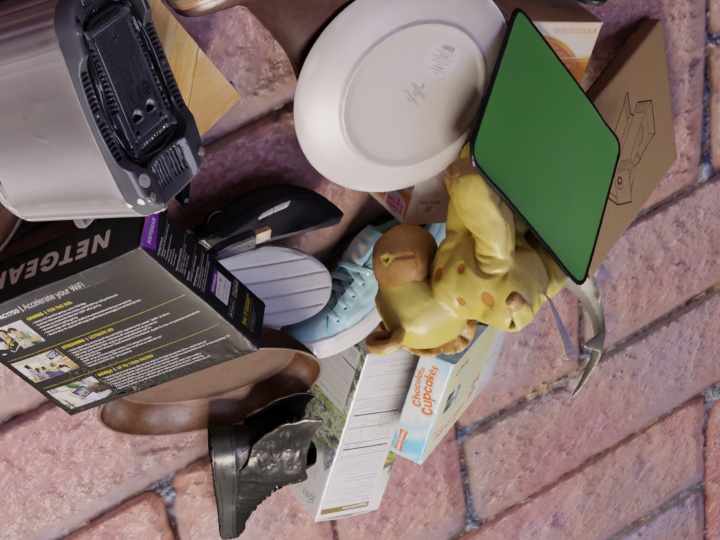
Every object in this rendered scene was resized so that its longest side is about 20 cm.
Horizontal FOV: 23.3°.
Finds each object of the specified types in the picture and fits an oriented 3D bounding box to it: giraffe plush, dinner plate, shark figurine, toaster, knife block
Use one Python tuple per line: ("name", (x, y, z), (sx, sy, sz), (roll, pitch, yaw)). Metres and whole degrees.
("giraffe plush", (0.081, 0.003, 1.492), (0.162, 0.201, 0.172), (-20, 161, 26))
("dinner plate", (0.040, -0.146, 1.427), (0.200, 0.024, 0.201), (-16, 129, -21))
("shark figurine", (0.177, 0.004, 1.671), (0.128, 0.215, 0.090), (-33, 173, -42))
("toaster", (-0.208, -0.125, 1.232), (0.114, 0.129, 0.200), (-54, 129, -54))
("knife block", (-0.190, -0.117, 1.338), (0.176, 0.064, 0.200), (-43, 138, -2))

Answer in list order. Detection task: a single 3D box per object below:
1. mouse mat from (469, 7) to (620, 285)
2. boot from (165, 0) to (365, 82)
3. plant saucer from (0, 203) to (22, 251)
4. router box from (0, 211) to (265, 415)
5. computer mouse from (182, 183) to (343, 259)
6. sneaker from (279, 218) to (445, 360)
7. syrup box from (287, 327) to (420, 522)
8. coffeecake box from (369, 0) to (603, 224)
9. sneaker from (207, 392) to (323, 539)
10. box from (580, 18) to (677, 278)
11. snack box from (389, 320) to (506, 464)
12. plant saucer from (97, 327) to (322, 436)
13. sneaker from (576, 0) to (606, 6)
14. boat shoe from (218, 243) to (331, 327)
("mouse mat", (0.160, -0.103, 1.472), (0.200, 0.008, 0.161), (46, 52, -40))
("boot", (-0.053, -0.197, 1.374), (0.200, 0.072, 0.167), (-29, 134, -22))
("plant saucer", (-0.340, -0.063, 1.284), (0.200, 0.037, 0.201), (-22, 134, -24))
("router box", (-0.198, 0.034, 1.368), (0.200, 0.051, 0.149), (-20, 136, 28))
("computer mouse", (-0.094, -0.042, 1.437), (0.199, 0.140, 0.046), (-15, 95, -25))
("sneaker", (0.000, 0.000, 1.583), (0.200, 0.074, 0.082), (-36, 129, -21))
("syrup box", (-0.008, 0.136, 1.670), (0.081, 0.079, 0.201), (-6, 126, -35))
("coffeecake box", (0.106, -0.145, 1.540), (0.153, 0.073, 0.200), (-5, 126, -35))
("sneaker", (-0.087, 0.185, 1.622), (0.104, 0.060, 0.200), (-8, 142, -6))
("box", (0.242, -0.115, 1.628), (0.200, 0.021, 0.164), (-50, 139, -39))
("snack box", (0.094, 0.090, 1.671), (0.200, 0.037, 0.116), (-43, 153, -58))
("plant saucer", (-0.133, 0.094, 1.516), (0.200, 0.035, 0.200), (-12, 159, -5))
("sneaker", (0.156, -0.289, 1.455), (0.200, 0.086, 0.080), (29, 101, -46))
("boat shoe", (-0.124, 0.011, 1.492), (0.199, 0.071, 0.072), (-2, 98, -29))
